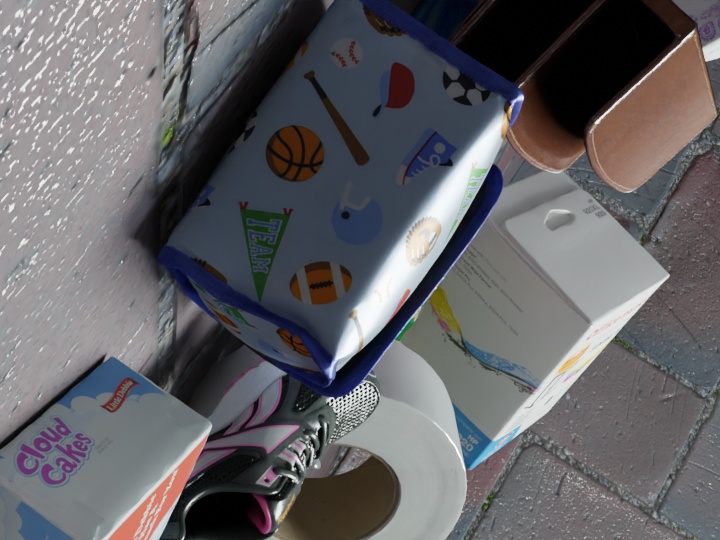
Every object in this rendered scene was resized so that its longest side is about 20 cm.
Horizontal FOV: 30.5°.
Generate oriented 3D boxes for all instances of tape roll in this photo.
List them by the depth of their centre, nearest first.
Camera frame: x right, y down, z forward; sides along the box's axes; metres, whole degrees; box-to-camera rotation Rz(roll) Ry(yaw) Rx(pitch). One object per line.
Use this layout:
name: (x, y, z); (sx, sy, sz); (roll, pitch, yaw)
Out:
tape roll: (-0.028, 0.138, 0.938); (0.071, 0.202, 0.203); (-99, -149, -53)

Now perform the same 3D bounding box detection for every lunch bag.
lunch bag: (-0.008, -0.028, 0.697); (0.170, 0.124, 0.200); (-54, 178, -9)

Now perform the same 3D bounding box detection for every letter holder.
letter holder: (0.126, -0.101, 0.803); (0.142, 0.101, 0.200); (-45, 162, 8)

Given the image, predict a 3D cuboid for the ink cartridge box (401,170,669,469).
ink cartridge box: (0.132, 0.038, 1.141); (0.147, 0.145, 0.200); (-25, 156, -48)

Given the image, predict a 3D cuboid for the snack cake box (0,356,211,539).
snack cake box: (-0.159, 0.156, 0.668); (0.200, 0.067, 0.115); (-62, 170, 31)

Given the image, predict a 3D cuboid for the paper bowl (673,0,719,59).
paper bowl: (0.229, -0.248, 0.935); (0.104, 0.201, 0.201); (-12, 138, -53)

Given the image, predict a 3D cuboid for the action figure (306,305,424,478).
action figure: (0.001, 0.072, 1.022); (0.200, 0.055, 0.118); (-56, 178, 15)

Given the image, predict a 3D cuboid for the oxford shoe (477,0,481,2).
oxford shoe: (0.111, -0.160, 1.072); (0.085, 0.073, 0.200); (-64, 155, -9)

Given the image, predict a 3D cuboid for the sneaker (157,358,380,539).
sneaker: (-0.062, 0.119, 0.783); (0.200, 0.086, 0.080); (-28, 135, -29)

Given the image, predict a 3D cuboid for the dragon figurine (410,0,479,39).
dragon figurine: (0.066, -0.150, 0.887); (0.200, 0.099, 0.059); (-51, 162, 20)
